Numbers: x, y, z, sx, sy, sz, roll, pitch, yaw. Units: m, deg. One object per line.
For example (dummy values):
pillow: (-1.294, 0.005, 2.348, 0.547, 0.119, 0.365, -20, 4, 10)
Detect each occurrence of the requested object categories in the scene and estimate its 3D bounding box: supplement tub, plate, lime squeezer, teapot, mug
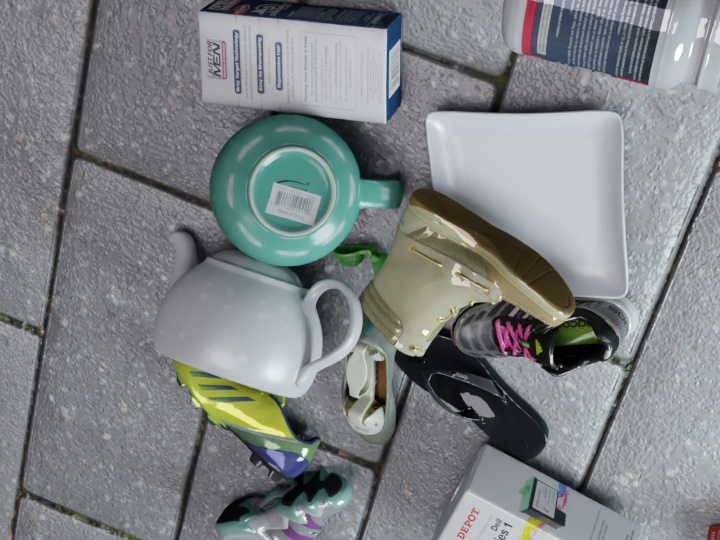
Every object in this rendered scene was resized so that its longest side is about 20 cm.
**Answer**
supplement tub: (0.236, -0.243, 1.293, 0.198, 0.140, 0.141, 16, 120, 11)
plate: (0.171, -0.070, 1.465, 0.198, 0.032, 0.201, 2, 115, 19)
lime squeezer: (0.000, 0.000, 1.558, 0.199, 0.038, 0.071, 32, 135, 7)
teapot: (-0.117, 0.043, 1.554, 0.199, 0.197, 0.147, 20, 89, -14)
mug: (-0.061, -0.089, 1.461, 0.184, 0.114, 0.153, -31, 98, -5)

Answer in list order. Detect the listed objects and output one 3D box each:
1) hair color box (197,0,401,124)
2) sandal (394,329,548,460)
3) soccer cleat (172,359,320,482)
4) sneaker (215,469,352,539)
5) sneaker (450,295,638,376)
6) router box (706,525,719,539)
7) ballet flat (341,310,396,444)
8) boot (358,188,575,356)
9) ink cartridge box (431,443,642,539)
hair color box: (-0.060, -0.213, 1.457, 0.198, 0.061, 0.101, 8, 117, 15)
sandal: (0.122, 0.134, 1.577, 0.200, 0.043, 0.076, 37, 121, -1)
soccer cleat: (-0.132, 0.157, 1.679, 0.200, 0.065, 0.084, 43, 92, 0)
sneaker: (-0.064, 0.321, 1.722, 0.199, 0.078, 0.140, -20, 109, 37)
sneaker: (0.183, 0.065, 1.496, 0.198, 0.088, 0.074, -3, 114, 21)
router box: (0.482, 0.365, 1.563, 0.178, 0.049, 0.201, -10, 112, 23)
ballet flat: (0.003, 0.130, 1.585, 0.067, 0.064, 0.201, 18, 132, 18)
boot: (0.104, 0.031, 1.470, 0.199, 0.073, 0.156, 34, 117, 9)
ink cartridge box: (0.188, 0.305, 1.605, 0.199, 0.084, 0.145, 27, 130, 4)
